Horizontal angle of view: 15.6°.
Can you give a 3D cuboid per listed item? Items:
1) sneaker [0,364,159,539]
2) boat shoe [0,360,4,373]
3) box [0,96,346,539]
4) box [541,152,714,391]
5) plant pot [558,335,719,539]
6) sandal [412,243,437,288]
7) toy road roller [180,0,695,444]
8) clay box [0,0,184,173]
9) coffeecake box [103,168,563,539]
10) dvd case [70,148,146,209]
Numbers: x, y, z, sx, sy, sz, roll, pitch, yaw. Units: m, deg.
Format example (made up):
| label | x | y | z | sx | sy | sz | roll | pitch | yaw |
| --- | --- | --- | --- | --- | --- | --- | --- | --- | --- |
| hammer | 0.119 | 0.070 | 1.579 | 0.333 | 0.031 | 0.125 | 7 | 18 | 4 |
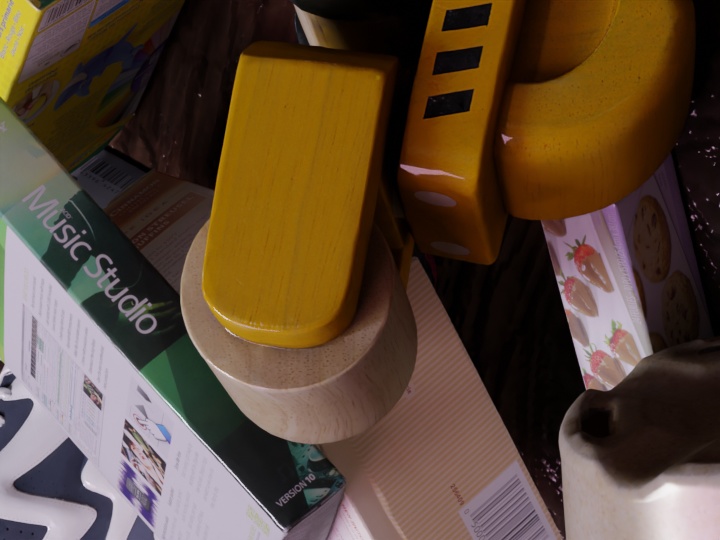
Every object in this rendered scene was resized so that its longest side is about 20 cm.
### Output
| label | x | y | z | sx | sy | sz | roll | pitch | yaw |
| --- | --- | --- | --- | --- | --- | --- | --- | --- | --- |
| sneaker | -0.165 | 0.074 | 1.195 | 0.079 | 0.129 | 0.199 | 118 | 131 | -77 |
| boat shoe | -0.194 | 0.026 | 1.270 | 0.072 | 0.072 | 0.200 | 25 | 150 | 18 |
| box | -0.089 | 0.041 | 1.011 | 0.200 | 0.036 | 0.144 | 46 | 158 | 12 |
| box | 0.112 | 0.046 | 0.991 | 0.039 | 0.041 | 0.200 | 12 | 129 | 41 |
| plant pot | 0.150 | 0.125 | 0.917 | 0.200 | 0.200 | 0.184 | 5 | 114 | 45 |
| sandal | 0.000 | 0.000 | 1.078 | 0.075 | 0.045 | 0.200 | 45 | 159 | 16 |
| toy road roller | 0.032 | -0.040 | 0.878 | 0.146 | 0.200 | 0.123 | 10 | 166 | 10 |
| clay box | -0.127 | -0.088 | 1.064 | 0.048 | 0.115 | 0.200 | 45 | 144 | 8 |
| coffeecake box | -0.027 | 0.055 | 1.056 | 0.200 | 0.073 | 0.154 | 20 | 144 | 54 |
| dvd case | -0.205 | -0.008 | 1.147 | 0.150 | 0.200 | 0.025 | 29 | 142 | 27 |
